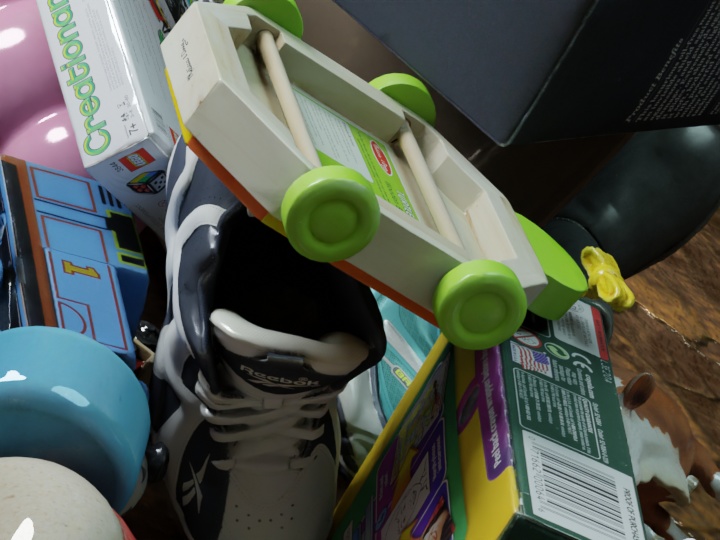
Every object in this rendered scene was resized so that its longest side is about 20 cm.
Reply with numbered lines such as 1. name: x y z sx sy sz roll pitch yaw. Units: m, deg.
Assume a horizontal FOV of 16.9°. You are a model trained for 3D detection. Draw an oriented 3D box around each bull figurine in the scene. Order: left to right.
1. bull figurine: 0.135 0.092 1.212 0.121 0.065 0.200 49 0 -11

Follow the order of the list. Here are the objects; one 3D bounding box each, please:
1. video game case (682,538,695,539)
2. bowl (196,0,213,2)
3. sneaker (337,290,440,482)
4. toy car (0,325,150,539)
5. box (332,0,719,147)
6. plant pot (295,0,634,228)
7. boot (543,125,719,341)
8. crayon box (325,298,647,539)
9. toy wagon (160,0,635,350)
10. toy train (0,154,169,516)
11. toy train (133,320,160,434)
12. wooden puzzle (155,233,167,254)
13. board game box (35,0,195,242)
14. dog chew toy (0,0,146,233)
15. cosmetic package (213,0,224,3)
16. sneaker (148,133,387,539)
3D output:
1. video game case: 0.135 0.219 0.834 0.023 0.200 0.182 -21 55 -34
2. bowl: -0.115 -0.127 1.295 0.201 0.094 0.201 39 23 -20
3. sneaker: 0.000 0.000 1.083 0.080 0.078 0.200 -11 69 -16
4. toy car: -0.107 0.158 0.690 0.200 0.177 0.184 58 23 -29
5. box: 0.069 -0.159 1.031 0.200 0.123 0.198 43 26 24
6. plant pot: 0.027 -0.094 1.186 0.175 0.200 0.200 47 20 -3
7. boot: 0.108 -0.003 1.173 0.073 0.182 0.200 46 11 2
8. crayon box: 0.035 0.115 0.911 0.058 0.173 0.200 24 23 -11
9. toy wagon: 0.017 -0.027 0.893 0.200 0.040 0.155 32 20 -28
10. toy train: -0.136 0.027 0.936 0.114 0.087 0.200 13 28 -22
11. toy train: -0.111 0.035 1.054 0.200 0.034 0.046 38 26 5
12. wooden puzzle: -0.011 0.043 1.202 0.185 0.037 0.200 19 22 -38
13. board game box: -0.099 -0.102 1.054 0.126 0.035 0.200 46 20 -56
14. dog chew toy: -0.156 -0.085 1.134 0.124 0.125 0.200 9 41 -50
15. cosmetic package: -0.067 -0.204 1.253 0.200 0.104 0.073 34 25 -27
16. sneaker: -0.037 0.045 0.927 0.079 0.199 0.130 3 14 -9
